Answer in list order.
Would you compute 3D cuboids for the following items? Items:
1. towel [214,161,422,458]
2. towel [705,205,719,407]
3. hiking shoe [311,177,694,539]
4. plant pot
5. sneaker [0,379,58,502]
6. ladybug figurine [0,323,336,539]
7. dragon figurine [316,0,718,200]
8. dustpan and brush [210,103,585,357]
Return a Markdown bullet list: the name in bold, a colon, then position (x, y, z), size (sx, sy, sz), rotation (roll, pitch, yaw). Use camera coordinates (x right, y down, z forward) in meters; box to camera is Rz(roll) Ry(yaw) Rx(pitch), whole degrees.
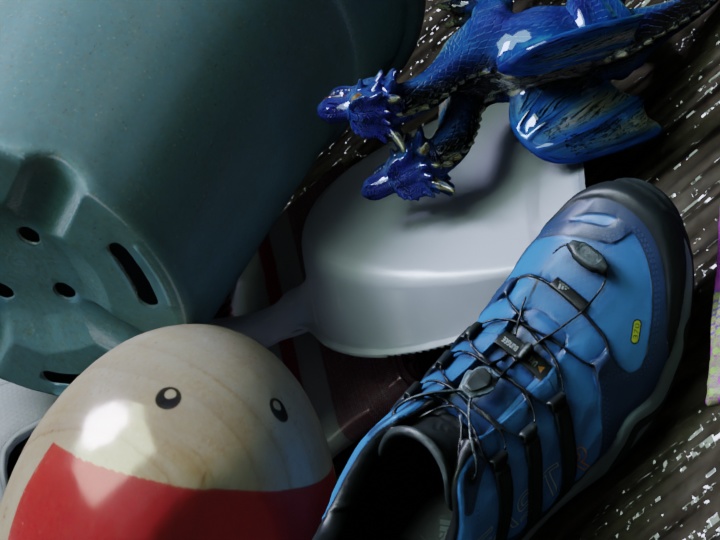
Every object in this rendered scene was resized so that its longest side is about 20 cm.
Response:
- **towel**: position (-0.059, 0.061, 1.023), size (0.200, 0.023, 0.144), rotation (-40, 37, 22)
- **towel**: position (0.189, -0.050, 0.817), size (0.143, 0.023, 0.201), rotation (-17, 49, 41)
- **hiking shoe**: position (0.050, 0.055, 0.820), size (0.074, 0.087, 0.201), rotation (32, 94, 21)
- **plant pot**: position (-0.100, -0.069, 0.933), size (0.200, 0.200, 0.197), rotation (-17, 36, 42)
- **sneaker**: position (-0.117, 0.048, 1.008), size (0.092, 0.076, 0.200), rotation (23, 54, 31)
- **ladybug figurine**: position (-0.068, 0.121, 0.862), size (0.072, 0.135, 0.201), rotation (-138, 54, -63)
- **dragon figurine**: position (0.083, -0.080, 0.911), size (0.199, 0.059, 0.100), rotation (-12, 33, 5)
- **dustpan and brush**: position (0.000, 0.000, 0.950), size (0.199, 0.057, 0.140), rotation (-14, 33, 10)
